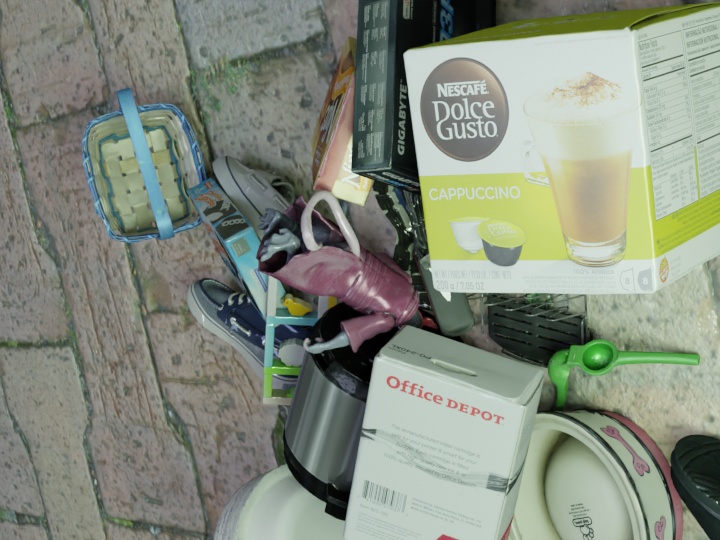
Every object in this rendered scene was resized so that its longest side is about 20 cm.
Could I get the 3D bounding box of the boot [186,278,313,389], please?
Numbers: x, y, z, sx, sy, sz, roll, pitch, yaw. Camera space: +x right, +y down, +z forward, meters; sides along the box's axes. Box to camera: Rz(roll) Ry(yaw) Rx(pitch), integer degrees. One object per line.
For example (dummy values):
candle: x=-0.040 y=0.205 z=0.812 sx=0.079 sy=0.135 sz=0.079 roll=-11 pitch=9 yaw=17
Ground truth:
boot: x=-0.123 y=0.046 z=1.923 sx=0.200 sy=0.073 sz=0.091 roll=39 pitch=123 yaw=30

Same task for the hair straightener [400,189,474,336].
hair straightener: x=0.068 y=-0.030 z=1.521 sx=0.077 sy=0.041 sz=0.201 roll=-109 pitch=5 yaw=-71

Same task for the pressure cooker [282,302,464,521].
pressure cooker: x=0.012 y=0.150 z=1.678 sx=0.179 sy=0.175 sz=0.201 roll=45 pitch=131 yaw=38

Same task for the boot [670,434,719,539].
boot: x=0.320 y=0.257 z=1.399 sx=0.198 sy=0.073 sz=0.163 roll=43 pitch=137 yaw=35

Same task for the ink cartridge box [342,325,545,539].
ink cartridge box: x=0.076 y=0.168 z=1.507 sx=0.145 sy=0.083 sz=0.201 roll=18 pitch=116 yaw=16

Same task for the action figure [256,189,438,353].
action figure: x=0.000 y=0.000 z=1.552 sx=0.200 sy=0.134 sz=0.149 roll=32 pitch=140 yaw=-17

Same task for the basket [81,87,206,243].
basket: x=-0.255 y=-0.120 z=1.950 sx=0.200 sy=0.139 sz=0.177 roll=-174 pitch=69 yaw=-85

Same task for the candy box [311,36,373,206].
candy box: x=-0.005 y=-0.147 z=1.585 sx=0.200 sy=0.055 sz=0.116 roll=-98 pitch=26 yaw=-72

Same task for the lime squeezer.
lime squeezer: x=0.213 y=0.094 z=1.485 sx=0.071 sy=0.038 sz=0.200 roll=45 pitch=143 yaw=-11

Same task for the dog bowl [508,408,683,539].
dog bowl: x=0.213 y=0.218 z=1.521 sx=0.200 sy=0.074 sz=0.201 roll=22 pitch=119 yaw=47

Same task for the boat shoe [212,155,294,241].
boat shoe: x=-0.104 y=-0.076 z=1.848 sx=0.200 sy=0.065 sz=0.074 roll=53 pitch=178 yaw=44

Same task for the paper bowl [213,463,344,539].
paper bowl: x=-0.052 y=0.307 z=1.799 sx=0.104 sy=0.200 sz=0.201 roll=-30 pitch=78 yaw=52

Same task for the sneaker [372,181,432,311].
sneaker: x=0.074 y=-0.045 z=1.620 sx=0.078 sy=0.089 sz=0.201 roll=8 pitch=128 yaw=30

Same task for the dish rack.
dish rack: x=0.150 y=-0.006 z=1.542 sx=0.153 sy=0.054 sz=0.201 roll=15 pitch=114 yaw=51

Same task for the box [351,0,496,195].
box: x=0.059 y=-0.168 z=1.467 sx=0.046 sy=0.159 sz=0.201 roll=-5 pitch=77 yaw=37

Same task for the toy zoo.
toy zoo: x=-0.036 y=0.054 z=1.759 sx=0.020 sy=0.131 sz=0.201 roll=-95 pitch=9 yaw=-65

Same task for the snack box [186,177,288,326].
snack box: x=-0.135 y=-0.022 z=1.841 sx=0.116 sy=0.037 sz=0.200 roll=64 pitch=173 yaw=-24

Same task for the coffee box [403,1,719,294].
coffee box: x=0.176 y=-0.101 z=1.310 sx=0.199 sy=0.200 sz=0.199 roll=0 pitch=104 yaw=35
